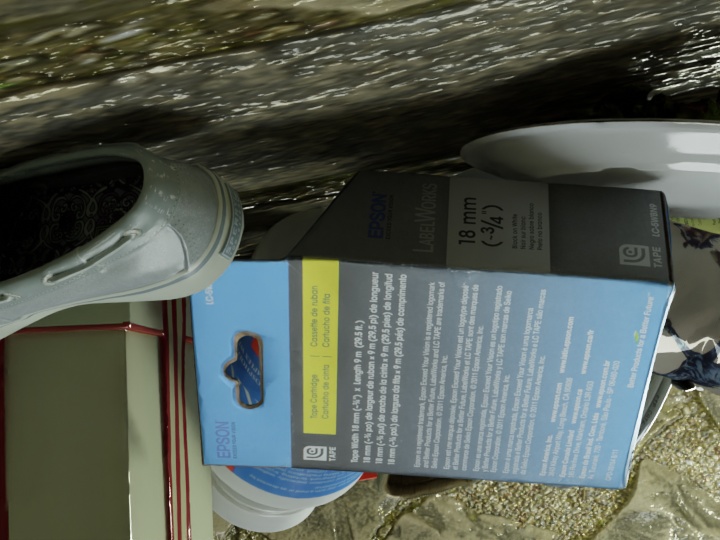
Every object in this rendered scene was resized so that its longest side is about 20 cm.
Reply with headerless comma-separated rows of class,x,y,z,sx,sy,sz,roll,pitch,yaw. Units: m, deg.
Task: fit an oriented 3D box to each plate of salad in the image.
plate of salad,0.144,-0.055,0.677,0.199,0.048,0.200,4,176,0

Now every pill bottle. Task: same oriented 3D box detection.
pill bottle,-0.033,0.067,0.871,0.112,0.112,0.200,-7,144,-27

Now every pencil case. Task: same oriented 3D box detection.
pencil case,0.114,0.012,0.762,0.199,0.090,0.078,12,-163,-5

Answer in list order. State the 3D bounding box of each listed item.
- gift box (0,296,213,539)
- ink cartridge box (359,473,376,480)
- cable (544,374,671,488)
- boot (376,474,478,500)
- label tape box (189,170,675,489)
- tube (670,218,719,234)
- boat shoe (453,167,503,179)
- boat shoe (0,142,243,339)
gift box,-0.152,0.071,0.761,0.199,0.187,0.185,-4,174,3
ink cartridge box,0.070,0.085,1.348,0.199,0.174,0.044,-8,174,-17
cable,0.148,0.045,1.016,0.069,0.200,0.200,22,137,-9
boot,0.070,0.055,0.997,0.072,0.155,0.200,20,144,-19
label tape box,0.028,0.028,0.685,0.199,0.063,0.144,4,136,1
tube,0.181,-0.047,0.803,0.199,0.058,0.052,-15,136,5
boat shoe,0.106,-0.029,0.863,0.200,0.070,0.066,-15,176,-28
boat shoe,-0.146,-0.015,0.614,0.200,0.070,0.071,-11,155,27
